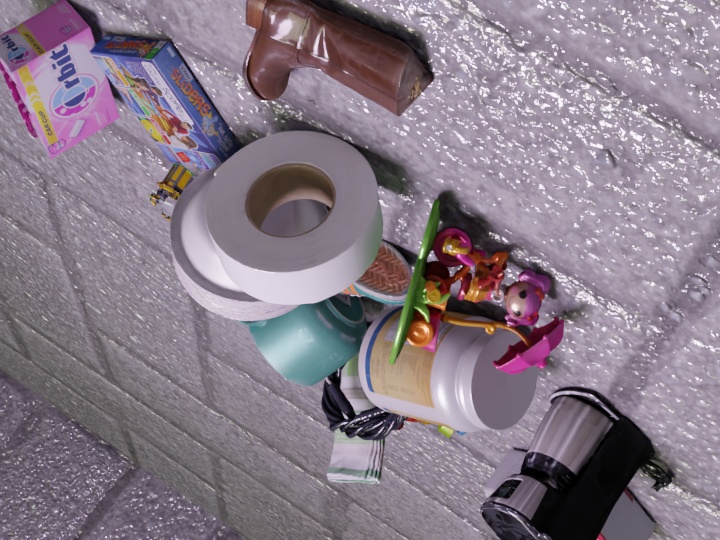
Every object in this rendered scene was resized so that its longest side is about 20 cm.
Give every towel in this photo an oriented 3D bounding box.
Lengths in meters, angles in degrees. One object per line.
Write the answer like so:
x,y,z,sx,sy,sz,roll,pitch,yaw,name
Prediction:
-0.005,0.217,1.842,0.031,0.201,0.149,12,167,-27,towel

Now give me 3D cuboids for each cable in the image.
0.011,0.163,1.765,0.200,0.164,0.051,10,173,45,cable

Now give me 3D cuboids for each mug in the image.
-0.070,0.068,1.674,0.114,0.185,0.152,-36,85,24,mug

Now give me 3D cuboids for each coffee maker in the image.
0.276,0.282,1.551,0.192,0.200,0.135,33,157,8,coffee maker

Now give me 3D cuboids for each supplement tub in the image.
0.110,0.125,1.563,0.200,0.145,0.145,8,144,48,supplement tub

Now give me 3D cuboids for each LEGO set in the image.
-0.222,-0.047,1.708,0.153,0.116,0.200,29,167,8,LEGO set

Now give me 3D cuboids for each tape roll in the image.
-0.076,-0.063,1.411,0.202,0.203,0.071,26,155,23,tape roll

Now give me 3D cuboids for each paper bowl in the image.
-0.136,-0.048,1.520,0.200,0.201,0.104,32,157,12,paper bowl

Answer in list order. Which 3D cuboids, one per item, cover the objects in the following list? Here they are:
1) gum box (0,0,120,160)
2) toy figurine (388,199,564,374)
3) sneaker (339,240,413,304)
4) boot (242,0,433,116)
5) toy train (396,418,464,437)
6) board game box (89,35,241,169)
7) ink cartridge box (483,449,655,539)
-0.397,-0.245,1.615,0.066,0.113,0.200,47,162,24,gum box
0.145,0.037,1.405,0.183,0.201,0.150,16,-163,3,toy figurine
0.000,0.000,1.591,0.200,0.071,0.080,29,158,36,sneaker
-0.023,-0.200,1.272,0.199,0.064,0.187,27,157,12,boot
0.095,0.214,1.843,0.115,0.085,0.200,25,157,-7,toy train
-0.245,-0.212,1.578,0.135,0.035,0.200,15,149,41,board game box
0.298,0.342,1.775,0.200,0.083,0.145,2,139,54,ink cartridge box
